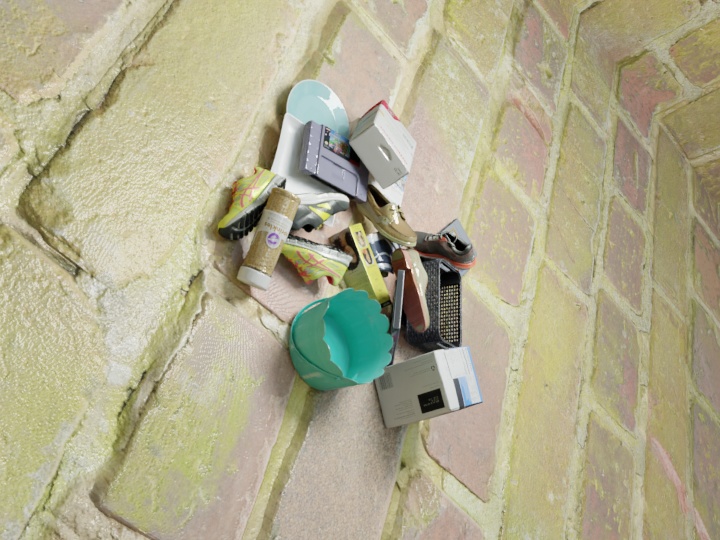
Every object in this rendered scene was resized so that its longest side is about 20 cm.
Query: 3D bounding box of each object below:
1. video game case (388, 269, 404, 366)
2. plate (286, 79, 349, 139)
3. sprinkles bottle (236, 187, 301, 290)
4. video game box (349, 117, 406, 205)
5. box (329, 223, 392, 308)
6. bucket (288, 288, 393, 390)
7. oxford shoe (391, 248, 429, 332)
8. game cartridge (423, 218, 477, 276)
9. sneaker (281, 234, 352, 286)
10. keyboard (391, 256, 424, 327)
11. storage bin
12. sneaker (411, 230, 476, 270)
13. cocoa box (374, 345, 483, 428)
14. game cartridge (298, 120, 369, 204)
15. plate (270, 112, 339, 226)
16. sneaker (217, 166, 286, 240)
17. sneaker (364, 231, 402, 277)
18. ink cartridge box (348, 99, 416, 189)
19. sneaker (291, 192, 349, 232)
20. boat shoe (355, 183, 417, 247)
[{"bbox_3d":[0.079,0.112,1.719,0.019,0.201,0.145,6,59,0],"label":"video game case"},{"bbox_3d":[-0.106,-0.357,1.828,0.198,0.025,0.205,13,71,-42],"label":"plate"},{"bbox_3d":[-0.185,-0.064,1.540,0.068,0.068,0.204,26,80,-35],"label":"sprinkles bottle"},{"bbox_3d":[0.034,-0.258,1.927,0.199,0.046,0.185,38,51,-29],"label":"video game box"},{"bbox_3d":[0.000,0.000,1.756,0.050,0.075,0.203,-19,85,-50],"label":"box"},{"bbox_3d":[-0.045,0.150,1.594,0.205,0.134,0.211,22,57,-39],"label":"bucket"},{"bbox_3d":[0.135,0.042,1.771,0.073,0.070,0.204,-4,75,-36],"label":"oxford shoe"},{"bbox_3d":[0.245,-0.046,2.059,0.135,0.041,0.199,57,42,-4],"label":"game cartridge"},{"bbox_3d":[-0.115,-0.019,1.634,0.197,0.078,0.092,18,96,-22],"label":"sneaker"},{"bbox_3d":[0.135,0.041,1.902,0.104,0.039,0.201,49,44,-20],"label":"keyboard"},{"bbox_3d":[0.181,0.089,1.853,0.135,0.092,0.204,31,55,-53],"label":"storage bin"},{"bbox_3d":[0.206,-0.074,1.919,0.077,0.197,0.083,-46,145,-37],"label":"sneaker"},{"bbox_3d":[0.150,0.261,1.697,0.130,0.198,0.136,-2,73,-46],"label":"cocoa box"},{"bbox_3d":[-0.055,-0.253,1.772,0.198,0.038,0.132,24,68,-40],"label":"game cartridge"},{"bbox_3d":[-0.125,-0.226,1.741,0.198,0.032,0.204,29,61,-36],"label":"plate"},{"bbox_3d":[-0.242,-0.143,1.581,0.089,0.079,0.201,33,52,8],"label":"sneaker"},{"bbox_3d":[0.068,-0.042,1.849,0.198,0.069,0.111,-13,87,-51],"label":"sneaker"},{"bbox_3d":[0.057,-0.308,1.838,0.148,0.085,0.201,51,26,-16],"label":"ink cartridge box"},{"bbox_3d":[-0.102,-0.128,1.676,0.198,0.074,0.087,-7,97,-46],"label":"sneaker"},{"bbox_3d":[0.065,-0.132,1.801,0.073,0.067,0.200,-12,46,-48],"label":"boat shoe"}]
